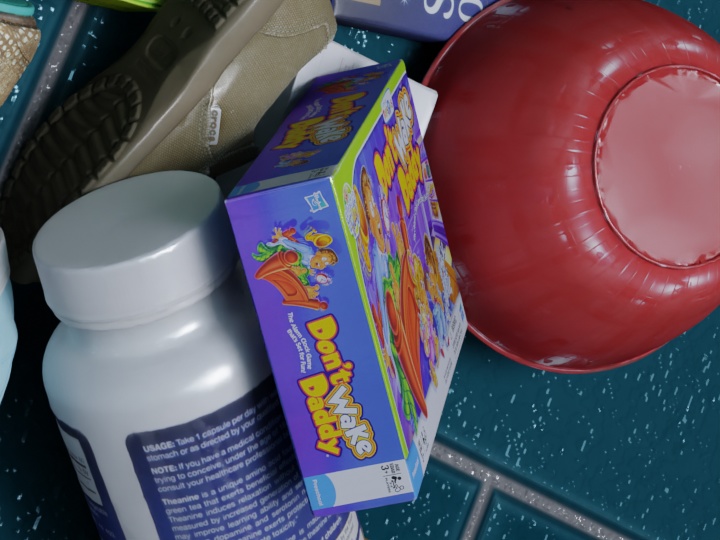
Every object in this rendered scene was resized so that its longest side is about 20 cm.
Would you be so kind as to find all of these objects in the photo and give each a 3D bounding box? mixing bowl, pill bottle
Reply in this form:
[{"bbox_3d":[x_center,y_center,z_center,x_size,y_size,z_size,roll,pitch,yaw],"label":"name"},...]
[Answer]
[{"bbox_3d":[0.131,-0.047,1.007,0.198,0.108,0.203,0,90,-22],"label":"mixing bowl"},{"bbox_3d":[-0.070,0.065,0.875,0.111,0.111,0.202,-32,121,-28],"label":"pill bottle"}]

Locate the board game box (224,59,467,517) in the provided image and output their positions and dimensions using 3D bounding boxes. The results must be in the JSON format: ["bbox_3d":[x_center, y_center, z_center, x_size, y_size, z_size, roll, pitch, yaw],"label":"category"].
[{"bbox_3d":[0.000,0.000,0.880,0.200,0.044,0.136,-65,142,-69],"label":"board game box"}]

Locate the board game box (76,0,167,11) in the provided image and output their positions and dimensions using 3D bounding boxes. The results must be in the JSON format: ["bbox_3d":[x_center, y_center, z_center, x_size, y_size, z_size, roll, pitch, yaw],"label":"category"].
[{"bbox_3d":[-0.169,-0.181,0.877,0.199,0.047,0.103,9,90,-36],"label":"board game box"}]

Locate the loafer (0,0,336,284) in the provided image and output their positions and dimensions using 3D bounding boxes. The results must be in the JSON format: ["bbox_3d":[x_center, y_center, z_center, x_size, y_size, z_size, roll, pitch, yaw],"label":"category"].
[{"bbox_3d":[-0.082,-0.063,0.907,0.200,0.076,0.067,-46,127,10],"label":"loafer"}]

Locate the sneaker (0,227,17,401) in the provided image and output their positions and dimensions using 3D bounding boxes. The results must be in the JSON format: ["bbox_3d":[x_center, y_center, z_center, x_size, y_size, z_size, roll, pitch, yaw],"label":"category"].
[{"bbox_3d":[-0.174,0.053,0.806,0.200,0.073,0.083,-65,148,-63],"label":"sneaker"}]

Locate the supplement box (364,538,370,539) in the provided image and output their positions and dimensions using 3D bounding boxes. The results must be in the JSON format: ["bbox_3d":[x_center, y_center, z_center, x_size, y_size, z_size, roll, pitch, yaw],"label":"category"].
[{"bbox_3d":[-0.073,0.213,0.953,0.199,0.108,0.110,-32,113,-28],"label":"supplement box"}]

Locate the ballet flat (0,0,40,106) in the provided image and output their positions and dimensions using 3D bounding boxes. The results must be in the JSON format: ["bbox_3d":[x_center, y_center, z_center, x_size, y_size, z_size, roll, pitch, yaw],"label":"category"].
[{"bbox_3d":[-0.225,-0.099,0.839,0.198,0.070,0.066,12,103,-32],"label":"ballet flat"}]

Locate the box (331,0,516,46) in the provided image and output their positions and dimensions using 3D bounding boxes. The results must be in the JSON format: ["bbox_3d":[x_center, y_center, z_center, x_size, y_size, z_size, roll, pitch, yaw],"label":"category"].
[{"bbox_3d":[0.039,-0.176,1.036,0.198,0.032,0.123,6,92,-35],"label":"box"}]

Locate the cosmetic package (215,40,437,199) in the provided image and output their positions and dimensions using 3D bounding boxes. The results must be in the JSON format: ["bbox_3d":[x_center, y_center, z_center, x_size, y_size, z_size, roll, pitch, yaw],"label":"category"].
[{"bbox_3d":[-0.036,-0.008,0.989,0.082,0.050,0.202,23,82,-35],"label":"cosmetic package"}]
